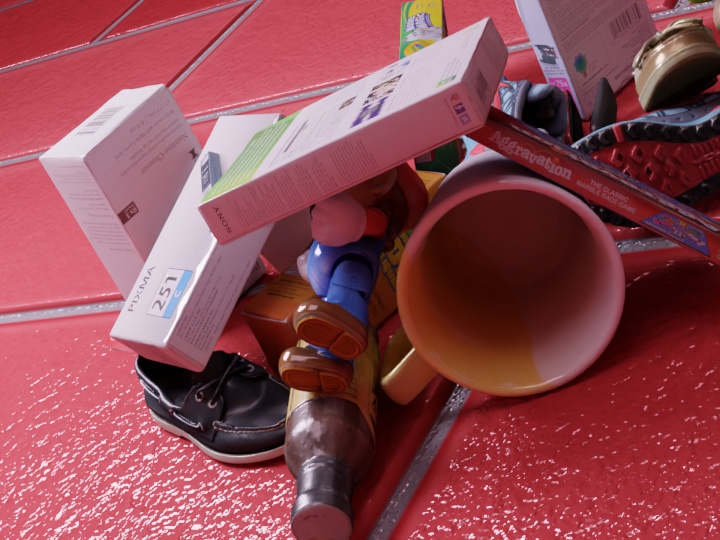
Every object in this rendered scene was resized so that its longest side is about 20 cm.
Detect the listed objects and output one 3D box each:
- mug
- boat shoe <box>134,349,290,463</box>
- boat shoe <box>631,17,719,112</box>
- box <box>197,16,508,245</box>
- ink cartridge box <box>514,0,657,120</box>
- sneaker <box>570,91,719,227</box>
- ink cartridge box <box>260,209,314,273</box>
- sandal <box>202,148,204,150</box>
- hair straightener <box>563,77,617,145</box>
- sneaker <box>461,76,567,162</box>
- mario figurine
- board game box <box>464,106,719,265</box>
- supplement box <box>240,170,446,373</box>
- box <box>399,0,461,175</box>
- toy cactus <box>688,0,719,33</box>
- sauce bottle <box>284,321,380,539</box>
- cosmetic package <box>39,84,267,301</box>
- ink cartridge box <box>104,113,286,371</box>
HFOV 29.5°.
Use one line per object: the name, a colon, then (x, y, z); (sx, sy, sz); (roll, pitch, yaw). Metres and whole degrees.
mug: (0.085, -0.009, 0.958); (0.184, 0.151, 0.154); (-15, 20, 10)
boat shoe: (-0.110, 0.091, 1.045); (0.074, 0.067, 0.198); (-40, 28, -24)
boat shoe: (0.245, -0.168, 1.077); (0.073, 0.064, 0.200); (-29, -4, 17)
box: (-0.001, -0.094, 0.910); (0.198, 0.037, 0.145); (-22, 19, 22)
ink cartridge box: (0.192, -0.252, 1.217); (0.119, 0.202, 0.042); (-39, 29, -25)
sneaker: (0.243, -0.089, 1.035); (0.197, 0.080, 0.096); (-14, 11, 7)
ink cartridge box: (-0.025, -0.083, 1.191); (0.117, 0.067, 0.200); (-51, -3, 23)
sandal: (-0.091, -0.097, 1.382); (0.197, 0.082, 0.055); (-6, 54, 25)
hair straightener: (0.202, -0.102, 1.118); (0.076, 0.041, 0.201); (-18, 28, 21)
sneaker: (0.136, -0.119, 1.140); (0.095, 0.079, 0.201); (-41, 29, 23)
mario figurine: (-0.024, -0.017, 0.951); (0.123, 0.106, 0.202); (-25, 34, 34)
board game box: (0.163, -0.057, 0.910); (0.020, 0.198, 0.103); (-63, -2, 14)
supplement box: (0.000, 0.000, 1.105); (0.068, 0.067, 0.200); (6, 43, 49)
box: (0.067, -0.181, 1.303); (0.048, 0.119, 0.201); (-7, 29, 9)
toy cactus: (0.287, -0.209, 1.009); (0.103, 0.199, 0.165); (-56, -13, 4)
sauce bottle: (-0.020, 0.106, 0.934); (0.064, 0.065, 0.201); (-19, 32, 17)
cosmetic package: (-0.181, -0.049, 1.217); (0.081, 0.201, 0.113); (3, 41, 48)
ink cartridge box: (-0.137, -0.027, 1.088); (0.175, 0.045, 0.202); (4, 65, 54)
